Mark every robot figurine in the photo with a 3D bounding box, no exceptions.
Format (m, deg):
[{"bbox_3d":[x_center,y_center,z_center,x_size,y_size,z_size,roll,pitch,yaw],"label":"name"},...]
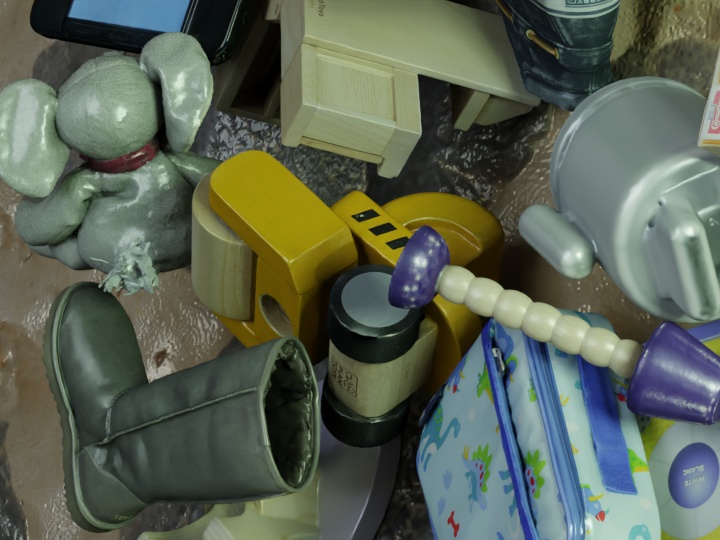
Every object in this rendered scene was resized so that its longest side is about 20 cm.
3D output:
[{"bbox_3d":[0.178,-0.043,1.621,0.200,0.170,0.113,-122,17,-62],"label":"robot figurine"}]

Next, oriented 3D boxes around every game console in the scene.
[{"bbox_3d":[-0.162,-0.244,1.868,0.200,0.116,0.176,13,82,42],"label":"game console"}]

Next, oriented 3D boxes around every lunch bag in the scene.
[{"bbox_3d":[0.104,0.126,1.645,0.161,0.082,0.200,123,147,-43],"label":"lunch bag"}]

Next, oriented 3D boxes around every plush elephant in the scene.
[{"bbox_3d":[-0.158,-0.079,1.852,0.200,0.165,0.155,-99,0,-77],"label":"plush elephant"}]

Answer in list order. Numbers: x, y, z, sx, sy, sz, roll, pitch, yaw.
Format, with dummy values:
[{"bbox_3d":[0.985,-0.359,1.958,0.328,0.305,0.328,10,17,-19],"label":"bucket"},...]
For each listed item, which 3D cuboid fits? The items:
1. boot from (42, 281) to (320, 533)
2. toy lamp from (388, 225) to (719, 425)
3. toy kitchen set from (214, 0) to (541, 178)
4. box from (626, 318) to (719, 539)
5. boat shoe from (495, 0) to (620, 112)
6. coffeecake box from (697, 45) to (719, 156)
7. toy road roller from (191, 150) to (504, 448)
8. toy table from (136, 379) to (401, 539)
[{"bbox_3d":[-0.114,0.072,1.768,0.200,0.073,0.182,-25,72,48],"label":"boot"},{"bbox_3d":[0.115,0.033,1.586,0.200,0.058,0.058,24,95,16],"label":"toy lamp"},{"bbox_3d":[0.008,-0.105,1.850,0.180,0.163,0.200,119,158,-43],"label":"toy kitchen set"},{"bbox_3d":[0.205,0.131,1.599,0.117,0.048,0.200,-21,63,42],"label":"box"},{"bbox_3d":[0.112,-0.173,1.792,0.200,0.071,0.091,-118,24,-61],"label":"boat shoe"},{"bbox_3d":[0.306,-0.072,1.481,0.200,0.154,0.073,8,82,49],"label":"coffeecake box"},{"bbox_3d":[0.000,0.000,1.767,0.200,0.146,0.123,41,149,25],"label":"toy road roller"},{"bbox_3d":[-0.075,0.149,1.841,0.184,0.117,0.200,31,101,48],"label":"toy table"}]
